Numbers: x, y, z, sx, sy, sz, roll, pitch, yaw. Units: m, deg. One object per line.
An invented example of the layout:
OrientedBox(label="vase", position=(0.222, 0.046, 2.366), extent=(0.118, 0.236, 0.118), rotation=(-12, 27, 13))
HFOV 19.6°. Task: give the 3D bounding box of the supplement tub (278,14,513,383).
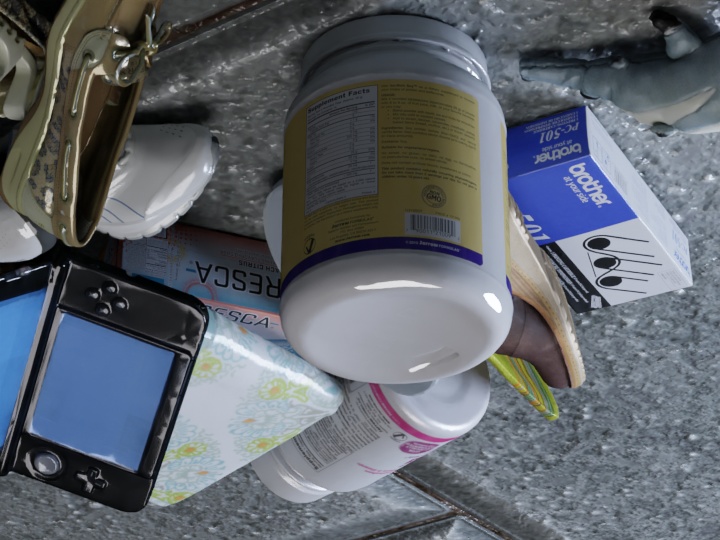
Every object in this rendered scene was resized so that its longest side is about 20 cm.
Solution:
OrientedBox(label="supplement tub", position=(0.022, -0.045, 1.316), extent=(0.145, 0.200, 0.145), rotation=(0, 150, 0))

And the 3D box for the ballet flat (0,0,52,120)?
OrientedBox(label="ballet flat", position=(-0.221, -0.138, 1.281), extent=(0.068, 0.075, 0.200), rotation=(-8, 150, 24))

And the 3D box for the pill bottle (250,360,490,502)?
OrientedBox(label="pill bottle", position=(0.001, 0.112, 1.679), extent=(0.113, 0.113, 0.200), rotation=(20, 145, -31))

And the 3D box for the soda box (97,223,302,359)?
OrientedBox(label="soda box", position=(-0.096, 0.017, 1.565), extent=(0.200, 0.064, 0.068), rotation=(12, 148, -19))

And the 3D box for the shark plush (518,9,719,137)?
OrientedBox(label="shark plush", position=(0.205, -0.137, 1.330), extent=(0.200, 0.091, 0.083), rotation=(10, 136, 26))

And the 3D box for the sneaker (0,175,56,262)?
OrientedBox(label="sneaker", position=(-0.292, -0.014, 1.389), extent=(0.201, 0.108, 0.067), rotation=(12, 139, 48))

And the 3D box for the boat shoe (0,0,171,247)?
OrientedBox(label="boat shoe", position=(-0.155, -0.109, 1.269), extent=(0.073, 0.063, 0.200), rotation=(-21, 142, -53))

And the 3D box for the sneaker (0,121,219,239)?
OrientedBox(label="sneaker", position=(-0.191, -0.066, 1.414), extent=(0.200, 0.075, 0.087), rotation=(-12, 143, 19))

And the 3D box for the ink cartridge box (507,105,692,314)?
OrientedBox(label="ink cartridge box", position=(0.157, -0.039, 1.482), extent=(0.094, 0.044, 0.200), rotation=(-16, 146, 24))

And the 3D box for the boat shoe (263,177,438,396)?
OrientedBox(label="boat shoe", position=(0.002, -0.001, 1.522), extent=(0.074, 0.068, 0.199), rotation=(-26, 116, 32))

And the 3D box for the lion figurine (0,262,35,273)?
OrientedBox(label="lion figurine", position=(-0.299, 0.061, 1.632), extent=(0.200, 0.072, 0.123), rotation=(-25, 109, 47))

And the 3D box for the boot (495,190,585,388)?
OrientedBox(label="boot", position=(0.058, 0.034, 1.467), extent=(0.166, 0.072, 0.200), rotation=(-22, 129, 11))

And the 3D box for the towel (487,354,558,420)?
OrientedBox(label="towel", position=(0.096, 0.044, 1.593), extent=(0.018, 0.086, 0.200), rotation=(-35, 141, 9))

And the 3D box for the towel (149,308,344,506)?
OrientedBox(label="towel", position=(-0.139, 0.105, 1.587), extent=(0.200, 0.048, 0.171), rotation=(-31, 144, 25))

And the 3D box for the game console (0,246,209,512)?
OrientedBox(label="game console", position=(-0.220, 0.097, 1.456), extent=(0.176, 0.116, 0.200), rotation=(21, 123, -1))
